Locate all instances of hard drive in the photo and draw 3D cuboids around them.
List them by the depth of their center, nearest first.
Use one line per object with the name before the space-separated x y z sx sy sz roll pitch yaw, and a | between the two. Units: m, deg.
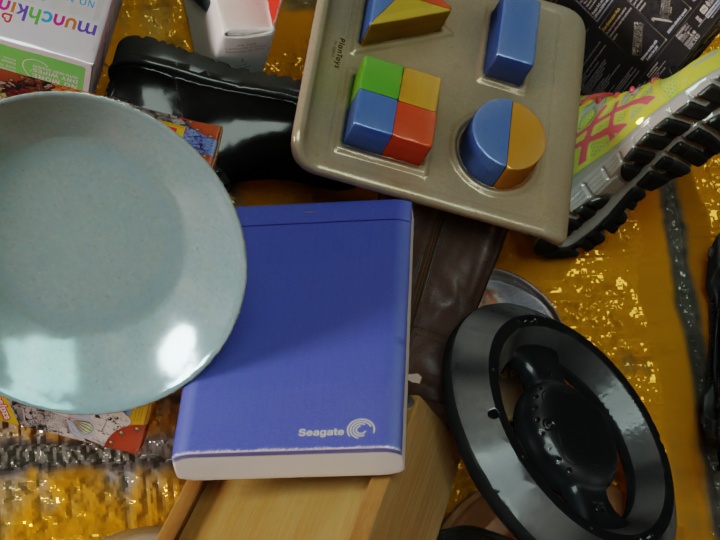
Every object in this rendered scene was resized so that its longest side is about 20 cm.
hard drive | -0.036 0.037 1.007 0.131 0.025 0.201 -2 46 7

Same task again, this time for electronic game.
electronic game | 0.128 0.108 1.056 0.199 0.042 0.201 29 39 -27

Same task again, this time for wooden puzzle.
wooden puzzle | 0.062 -0.127 1.101 0.199 0.046 0.186 17 60 -15

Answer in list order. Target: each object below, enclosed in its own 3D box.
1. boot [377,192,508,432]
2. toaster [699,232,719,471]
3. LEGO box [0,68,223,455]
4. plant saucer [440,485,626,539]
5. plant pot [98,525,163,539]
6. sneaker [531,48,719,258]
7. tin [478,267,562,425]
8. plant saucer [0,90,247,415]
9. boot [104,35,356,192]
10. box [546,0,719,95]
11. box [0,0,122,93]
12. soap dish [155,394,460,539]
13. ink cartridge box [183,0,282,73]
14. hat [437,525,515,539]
boot | 0.000 0.000 1.095 0.185 0.064 0.201 20 66 -11
toaster | 0.314 0.053 1.153 0.128 0.114 0.201 12 65 -10
LEGO box | -0.180 -0.005 1.022 0.148 0.201 0.077 14 26 -5
plant saucer | 0.133 0.225 1.085 0.198 0.037 0.202 4 68 -11
plant pot | -0.107 0.246 1.004 0.199 0.028 0.201 13 57 -20
sneaker | 0.181 -0.098 1.159 0.078 0.200 0.091 20 39 -48
tin | 0.042 0.057 1.133 0.198 0.042 0.113 -1 65 -12
plant saucer | -0.162 -0.013 0.952 0.199 0.202 0.039 15 26 -6
boot | -0.097 -0.054 1.125 0.209 0.080 0.159 16 65 -3
box | 0.180 -0.204 1.177 0.158 0.200 0.050 46 60 9
box | -0.261 -0.215 1.147 0.198 0.097 0.178 16 64 -7
soap dish | -0.036 0.151 0.979 0.156 0.082 0.200 -2 32 18
ink cartridge box | -0.096 -0.248 1.151 0.043 0.174 0.201 -8 70 -15
hat | 0.091 0.220 0.983 0.199 0.081 0.202 18 47 -21
